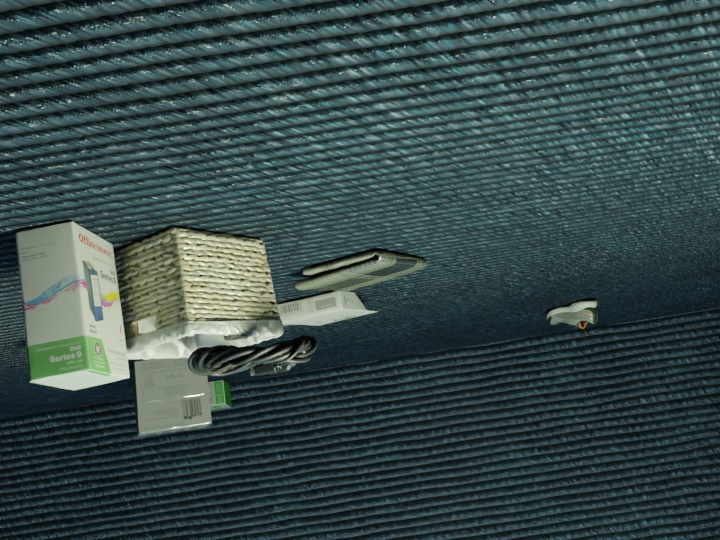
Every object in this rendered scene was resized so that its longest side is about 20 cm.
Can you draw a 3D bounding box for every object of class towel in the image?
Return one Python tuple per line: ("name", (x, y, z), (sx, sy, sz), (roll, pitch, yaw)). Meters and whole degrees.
("towel", (0.000, 0.000, 1.690), (0.200, 0.035, 0.192), (-18, 168, 29))

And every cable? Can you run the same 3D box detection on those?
("cable", (-0.158, 0.123, 1.338), (0.163, 0.051, 0.200), (7, 165, -40))

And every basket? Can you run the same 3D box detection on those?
("basket", (-0.254, 0.042, 1.356), (0.198, 0.161, 0.200), (-17, 165, 36))

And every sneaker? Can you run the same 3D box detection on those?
("sneaker", (0.630, 0.141, 2.699), (0.074, 0.080, 0.200), (-4, 169, -29))

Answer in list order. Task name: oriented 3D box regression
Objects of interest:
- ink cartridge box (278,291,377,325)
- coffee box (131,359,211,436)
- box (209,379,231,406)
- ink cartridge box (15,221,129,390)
("ink cartridge box", (-0.071, 0.085, 2.005), (0.161, 0.050, 0.200), (-14, 172, 23))
("coffee box", (-0.537, 0.354, 2.557), (0.199, 0.200, 0.198), (-5, 169, -17))
("box", (-0.579, 0.473, 3.353), (0.176, 0.097, 0.200), (-8, 169, -3))
("ink cartridge box", (-0.384, 0.050, 1.208), (0.087, 0.200, 0.145), (-13, 167, 3))
